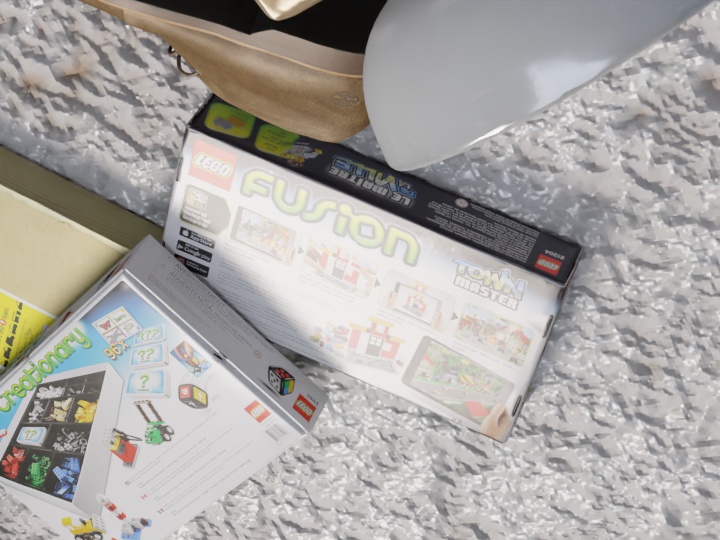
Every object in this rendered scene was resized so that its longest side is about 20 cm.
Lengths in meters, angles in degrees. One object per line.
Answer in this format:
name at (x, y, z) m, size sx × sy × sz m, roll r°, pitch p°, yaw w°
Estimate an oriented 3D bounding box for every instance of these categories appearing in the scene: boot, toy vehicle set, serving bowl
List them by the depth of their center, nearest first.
serving bowl at (0.078, -0.120, 0.738) m, size 0.200 × 0.200 × 0.066 m, roll -28°, pitch 101°, yaw 36°
boot at (-0.080, -0.115, 0.896) m, size 0.199 × 0.074 × 0.076 m, roll 22°, pitch 140°, yaw 5°
toy vehicle set at (-0.187, 0.030, 1.071) m, size 0.124 × 0.027 × 0.201 m, roll 27°, pitch 130°, yaw 4°

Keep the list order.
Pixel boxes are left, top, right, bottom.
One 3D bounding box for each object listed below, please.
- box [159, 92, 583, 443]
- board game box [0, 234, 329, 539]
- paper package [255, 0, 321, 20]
box at (0.000, 0.000, 0.960) m, size 0.199 × 0.035 × 0.110 m, roll 24°, pitch 130°, yaw 7°
board game box at (-0.124, 0.078, 1.032) m, size 0.126 × 0.035 × 0.200 m, roll 43°, pitch 132°, yaw -10°
paper package at (-0.002, -0.229, 0.753) m, size 0.199 × 0.104 × 0.191 m, roll -27°, pitch 109°, yaw 37°
